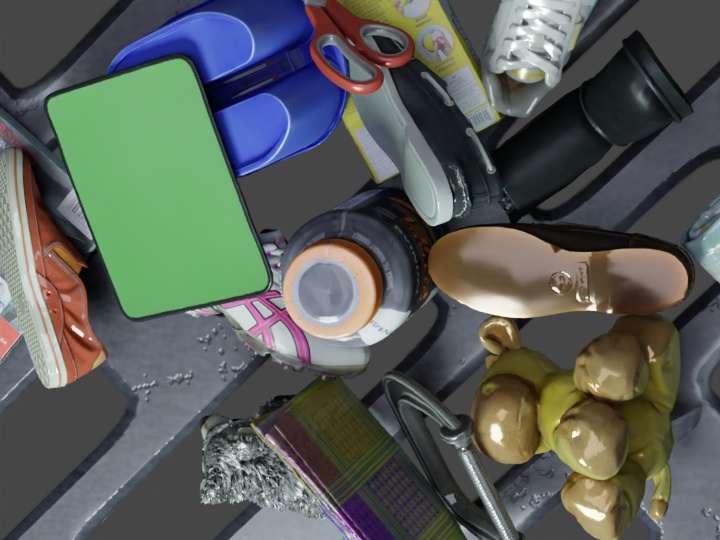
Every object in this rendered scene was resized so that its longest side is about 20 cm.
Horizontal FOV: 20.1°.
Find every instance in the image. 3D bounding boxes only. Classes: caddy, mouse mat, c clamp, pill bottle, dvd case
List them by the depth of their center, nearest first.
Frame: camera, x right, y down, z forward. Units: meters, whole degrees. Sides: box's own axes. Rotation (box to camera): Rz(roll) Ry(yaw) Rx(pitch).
[{"bbox_3d":[0.000,0.000,1.560,0.106,0.200,0.106,2,100,13],"label":"pill bottle"},{"bbox_3d":[0.089,0.165,1.590,0.027,0.171,0.200,-36,115,-15],"label":"c clamp"},{"bbox_3d":[-0.160,-0.062,1.601,0.161,0.008,0.200,-12,102,34],"label":"mouse mat"},{"bbox_3d":[-0.103,-0.144,1.603,0.200,0.105,0.142,-19,98,36],"label":"caddy"},{"bbox_3d":[-0.315,-0.018,1.715,0.146,0.022,0.200,40,105,3],"label":"dvd case"}]

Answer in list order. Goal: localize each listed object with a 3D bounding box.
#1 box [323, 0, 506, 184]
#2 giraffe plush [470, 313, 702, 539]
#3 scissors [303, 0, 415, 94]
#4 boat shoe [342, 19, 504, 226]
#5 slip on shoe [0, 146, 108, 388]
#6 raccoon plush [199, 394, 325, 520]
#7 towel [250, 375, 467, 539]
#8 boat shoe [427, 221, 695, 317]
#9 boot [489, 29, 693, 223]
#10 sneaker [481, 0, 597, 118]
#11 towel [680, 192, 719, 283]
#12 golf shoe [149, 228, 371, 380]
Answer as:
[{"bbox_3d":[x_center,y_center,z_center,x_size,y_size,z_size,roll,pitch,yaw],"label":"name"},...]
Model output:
[{"bbox_3d":[0.019,-0.183,1.611,0.117,0.048,0.200,-27,94,14],"label":"box"},{"bbox_3d":[0.156,0.107,1.576,0.162,0.200,0.173,11,90,27],"label":"giraffe plush"},{"bbox_3d":[-0.039,-0.202,1.541,0.073,0.014,0.200,-34,60,-23],"label":"scissors"},{"bbox_3d":[0.044,-0.117,1.536,0.060,0.076,0.200,-15,59,-18],"label":"boat shoe"},{"bbox_3d":[-0.257,-0.006,1.668,0.061,0.074,0.200,-16,89,-22],"label":"slip on shoe"},{"bbox_3d":[-0.036,0.166,1.628,0.200,0.134,0.097,18,100,8],"label":"raccoon plush"},{"bbox_3d":[0.006,0.173,1.608,0.023,0.144,0.200,-41,88,26],"label":"towel"},{"bbox_3d":[0.154,0.000,1.551,0.200,0.070,0.071,8,105,12],"label":"boat shoe"},{"bbox_3d":[0.162,-0.103,1.522,0.162,0.198,0.073,-33,88,8],"label":"boot"},{"bbox_3d":[0.136,-0.185,1.506,0.076,0.200,0.081,12,66,0],"label":"sneaker"},{"bbox_3d":[0.369,-0.035,1.537,0.171,0.048,0.200,41,108,-14],"label":"towel"},{"bbox_3d":[-0.074,0.016,1.643,0.200,0.073,0.092,30,106,5],"label":"golf shoe"}]
